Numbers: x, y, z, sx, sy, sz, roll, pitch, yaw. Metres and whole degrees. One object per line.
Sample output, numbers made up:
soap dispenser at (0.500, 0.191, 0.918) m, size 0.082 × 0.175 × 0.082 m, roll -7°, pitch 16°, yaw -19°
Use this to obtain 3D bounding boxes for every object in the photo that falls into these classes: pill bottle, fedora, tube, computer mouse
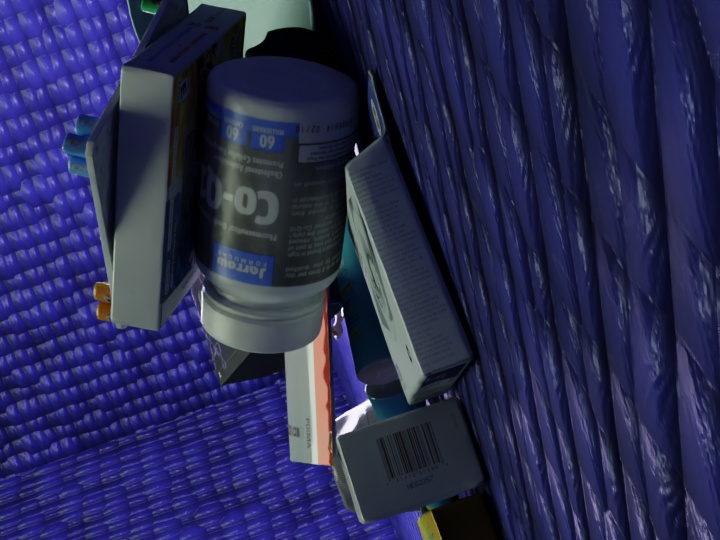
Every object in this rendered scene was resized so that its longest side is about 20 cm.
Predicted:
pill bottle at (-0.066, -0.048, 0.982) m, size 0.114 × 0.113 × 0.201 m, roll -116°, pitch 30°, yaw -61°
fedora at (0.015, 0.202, 1.417) m, size 0.200 × 0.090 × 0.178 m, roll 2°, pitch -110°, yaw -84°
tube at (0.000, 0.000, 1.162) m, size 0.078 × 0.050 × 0.201 m, roll 113°, pitch 147°, yaw -56°
computer mouse at (-0.100, -0.157, 1.081) m, size 0.034 × 0.199 × 0.059 m, roll -37°, pitch -67°, yaw -47°
tube at (0.062, 0.186, 1.288) m, size 0.078 × 0.050 × 0.201 m, roll -93°, pitch -18°, yaw -61°

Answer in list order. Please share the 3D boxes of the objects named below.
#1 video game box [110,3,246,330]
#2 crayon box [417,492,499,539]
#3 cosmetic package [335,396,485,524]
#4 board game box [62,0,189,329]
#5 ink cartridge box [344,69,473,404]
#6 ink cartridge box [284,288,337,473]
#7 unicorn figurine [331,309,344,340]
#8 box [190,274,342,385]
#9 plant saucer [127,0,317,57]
video game box at (-0.137, -0.083, 1.004) m, size 0.182 × 0.047 × 0.201 m, roll -70°, pitch -11°, yaw -63°
crayon box at (0.093, 0.251, 1.070) m, size 0.200 × 0.051 × 0.128 m, roll 88°, pitch 163°, yaw -78°
cosmetic package at (0.036, 0.158, 1.064) m, size 0.200 × 0.101 × 0.074 m, roll 84°, pitch 168°, yaw -78°
board game box at (-0.170, -0.091, 1.011) m, size 0.201 × 0.026 × 0.201 m, roll 92°, pitch -169°, yaw -50°
ink cartridge box at (0.021, -0.013, 0.917) m, size 0.200 × 0.040 × 0.201 m, roll 90°, pitch 162°, yaw -79°
ink cartridge box at (-0.046, 0.086, 1.135) m, size 0.200 × 0.057 × 0.164 m, roll 24°, pitch -116°, yaw -86°
unicorn figurine at (-0.045, -0.017, 1.460) m, size 0.138 × 0.073 × 0.200 m, roll -81°, pitch -27°, yaw -44°
box at (-0.101, 0.015, 1.352) m, size 0.200 × 0.078 × 0.142 m, roll -48°, pitch 60°, yaw 55°
plant saucer at (-0.112, -0.220, 1.097) m, size 0.027 × 0.199 × 0.201 m, roll -35°, pitch -67°, yaw -48°
